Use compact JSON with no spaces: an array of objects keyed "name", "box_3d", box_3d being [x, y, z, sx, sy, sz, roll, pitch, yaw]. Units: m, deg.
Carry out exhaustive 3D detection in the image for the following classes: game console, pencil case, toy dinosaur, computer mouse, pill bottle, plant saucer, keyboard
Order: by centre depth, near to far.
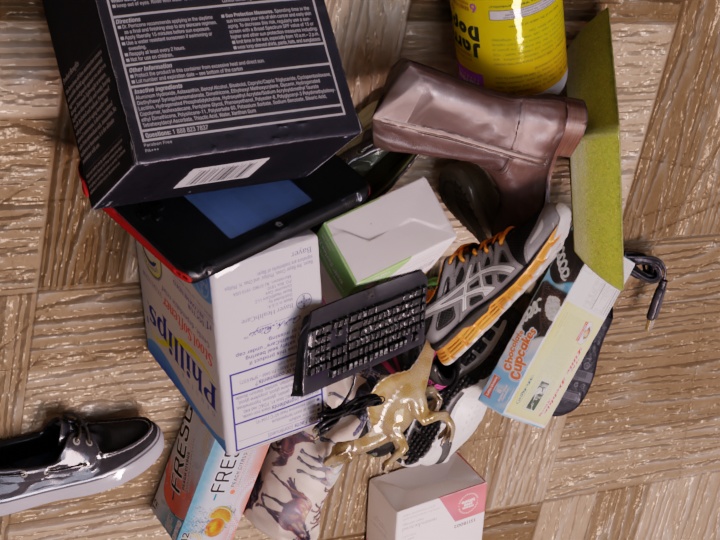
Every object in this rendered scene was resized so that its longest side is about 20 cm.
[{"name":"game console","box_3d":[-0.117,-0.076,1.494,0.199,0.176,0.031,-27,138,-32]},{"name":"keyboard","box_3d":[0.002,0.077,1.573,0.199,0.020,0.129,-19,123,-54]},{"name":"pill bottle","box_3d":[0.137,-0.217,1.640,0.103,0.104,0.202,-24,128,-19]},{"name":"toy dinosaur","box_3d":[0.049,0.124,1.719,0.101,0.058,0.201,39,83,-39]},{"name":"plant saucer","box_3d":[0.224,-0.116,1.725,0.047,0.201,0.201,-3,131,7]},{"name":"pencil case","box_3d":[-0.044,0.175,1.759,0.089,0.078,0.202,24,93,-2]},{"name":"computer mouse","box_3d":[0.254,0.061,1.936,0.139,0.046,0.202,9,102,-29]}]

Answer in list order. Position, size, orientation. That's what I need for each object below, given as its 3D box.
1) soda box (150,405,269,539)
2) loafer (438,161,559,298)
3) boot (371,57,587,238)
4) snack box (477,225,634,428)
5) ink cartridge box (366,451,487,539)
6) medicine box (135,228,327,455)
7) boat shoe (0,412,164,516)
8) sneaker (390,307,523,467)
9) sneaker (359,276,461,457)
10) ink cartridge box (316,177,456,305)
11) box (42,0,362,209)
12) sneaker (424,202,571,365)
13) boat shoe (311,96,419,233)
[{"name":"soda box","box_3d":[-0.134,0.167,1.729,0.068,0.064,0.202,8,113,-37]},{"name":"loafer","box_3d":[0.142,-0.053,1.773,0.067,0.076,0.200,-45,138,-6]},{"name":"boot","box_3d":[0.084,-0.101,1.624,0.198,0.065,0.188,7,127,-21]},{"name":"snack box","box_3d":[0.203,0.061,1.834,0.201,0.037,0.116,-61,150,3]},{"name":"ink cartridge box","box_3d":[0.069,0.310,1.952,0.115,0.067,0.202,-15,125,-26]},{"name":"medicine box","box_3d":[-0.116,0.023,1.569,0.102,0.182,0.202,-17,126,-23]},{"name":"boat shoe","box_3d":[-0.276,0.164,1.634,0.198,0.070,0.067,-14,127,-17]},{"name":"sneaker","box_3d":[0.107,0.120,1.869,0.201,0.074,0.080,-52,147,11]},{"name":"sneaker","box_3d":[0.050,0.104,1.799,0.076,0.084,0.202,13,110,-38]},{"name":"ink cartridge box","box_3d":[0.000,0.000,1.668,0.116,0.068,0.200,-25,167,-25]},{"name":"box","box_3d":[-0.129,-0.171,1.416,0.198,0.123,0.201,-9,80,-29]},{"name":"sneaker","box_3d":[0.117,0.002,1.653,0.200,0.077,0.078,-47,173,28]},{"name":"boat shoe","box_3d":[-0.018,-0.074,1.651,0.201,0.066,0.072,-46,133,-1]}]
